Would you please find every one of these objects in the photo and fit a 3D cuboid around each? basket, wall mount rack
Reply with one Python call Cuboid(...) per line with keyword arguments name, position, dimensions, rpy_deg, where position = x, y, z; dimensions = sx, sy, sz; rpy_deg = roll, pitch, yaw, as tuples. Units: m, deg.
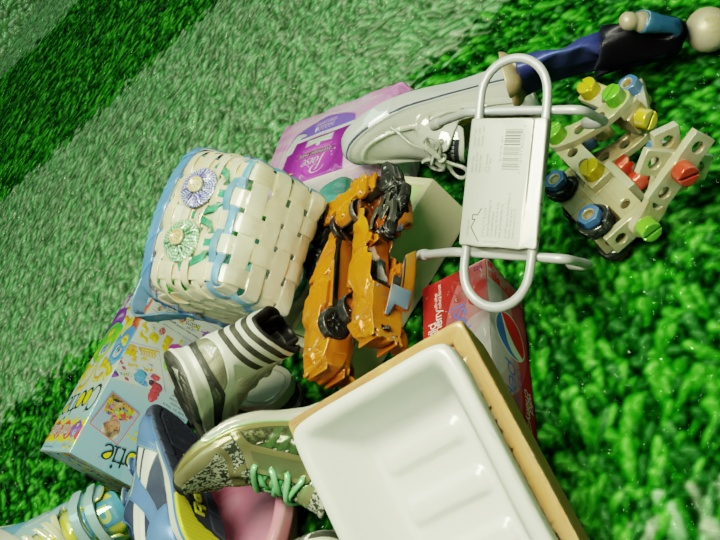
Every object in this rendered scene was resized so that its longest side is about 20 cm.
Cuboid(name="basket", position=(-0.138, -0.034, 1.020), dimensions=(0.200, 0.139, 0.176), rpy_deg=(-3, 67, 52))
Cuboid(name="wall mount rack", position=(0.105, -0.067, 0.862), dimensions=(0.174, 0.075, 0.200), rpy_deg=(5, 88, 37))

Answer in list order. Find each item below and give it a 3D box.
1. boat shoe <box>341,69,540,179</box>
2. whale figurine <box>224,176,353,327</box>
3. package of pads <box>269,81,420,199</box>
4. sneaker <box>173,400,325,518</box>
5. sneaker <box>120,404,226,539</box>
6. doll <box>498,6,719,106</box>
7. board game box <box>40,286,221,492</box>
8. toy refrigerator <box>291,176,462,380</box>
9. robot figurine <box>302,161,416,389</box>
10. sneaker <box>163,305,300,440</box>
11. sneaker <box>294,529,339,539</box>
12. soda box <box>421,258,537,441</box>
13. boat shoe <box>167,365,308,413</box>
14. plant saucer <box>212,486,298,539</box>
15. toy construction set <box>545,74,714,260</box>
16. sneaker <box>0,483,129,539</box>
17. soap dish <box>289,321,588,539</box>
Cuboid(name="boat shoe", position=(0.085, -0.130, 1.064), dimensions=(0.202, 0.075, 0.086), rpy_deg=(-17, 59, -2))
Cuboid(name="whale figurine", position=(-0.078, -0.016, 1.110), dimensions=(0.200, 0.104, 0.159), rpy_deg=(-55, 18, 18))
Cuboid(name="package of pads", position=(-0.017, -0.125, 1.206), dimensions=(0.200, 0.076, 0.121), rpy_deg=(-13, 48, 44))
Cuboid(name="sneaker", position=(-0.057, 0.165, 0.896), dimensions=(0.200, 0.077, 0.089), rpy_deg=(-15, 54, -3))
Cuboid(name="sneaker", position=(-0.184, 0.202, 0.986), dimensions=(0.082, 0.074, 0.200), rpy_deg=(-44, 32, 13))
Cuboid(name="doll", position=(0.228, -0.197, 0.961), dimensions=(0.200, 0.136, 0.048), rpy_deg=(-14, 82, 12))
Cuboid(name="board game box", position=(-0.246, 0.133, 1.181), dimensions=(0.103, 0.105, 0.200), rpy_deg=(-12, 47, 56))
Cuboid(name="toy refrigerator", position=(0.015, 0.005, 1.042), dimensions=(0.076, 0.070, 0.200), rpy_deg=(14, 68, 54))
Cuboid(name="robot figurine", position=(0.000, 0.000, 0.948), dimensions=(0.145, 0.058, 0.200), rpy_deg=(-34, 37, 40))
Cuboid(name="sneaker", position=(-0.103, 0.100, 0.955), dimensions=(0.115, 0.201, 0.076), rpy_deg=(-27, 70, -15))
Cuboid(name="sneaker", position=(-0.071, 0.301, 0.850), dimensions=(0.200, 0.077, 0.089), rpy_deg=(-49, 41, 6))
Cuboid(name="soda box", position=(0.095, 0.090, 0.866), dimensions=(0.070, 0.063, 0.200), rpy_deg=(-27, 38, 28))
Cuboid(name="boat shoe", position=(-0.122, 0.122, 1.089), dimensions=(0.200, 0.062, 0.075), rpy_deg=(5, 46, 45))
Cuboid(name="plant saucer", position=(-0.128, 0.251, 0.981), dimensions=(0.200, 0.051, 0.201), rpy_deg=(-30, 38, 27))
Cuboid(name="toy construction set", position=(0.219, -0.088, 0.884), dimensions=(0.131, 0.092, 0.200), rpy_deg=(-43, 22, 10))
Cuboid(name="sneaker", position=(-0.312, 0.271, 1.083), dimensions=(0.131, 0.080, 0.200), rpy_deg=(-28, -2, 21))
Cuboid(name="soap dish", position=(0.060, 0.157, 0.734), dimensions=(0.157, 0.081, 0.200), rpy_deg=(-33, 77, 25))
